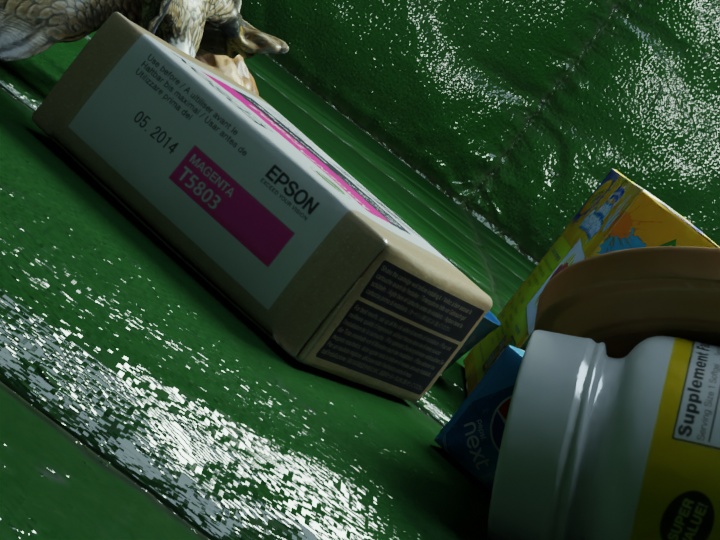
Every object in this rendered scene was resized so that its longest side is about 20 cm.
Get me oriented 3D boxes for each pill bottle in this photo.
[{"bbox_3d":[0.161,0.092,0.931,0.199,0.115,0.114,12,2,9],"label":"pill bottle"}]

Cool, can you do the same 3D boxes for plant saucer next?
[{"bbox_3d":[0.178,0.047,1.007,0.199,0.033,0.201,12,-22,5],"label":"plant saucer"}]

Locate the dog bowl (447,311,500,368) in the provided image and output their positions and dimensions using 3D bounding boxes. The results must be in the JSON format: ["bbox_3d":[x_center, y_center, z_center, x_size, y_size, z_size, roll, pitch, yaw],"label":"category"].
[{"bbox_3d":[0.000,0.000,1.277,0.200,0.050,0.111,33,8,-46],"label":"dog bowl"}]

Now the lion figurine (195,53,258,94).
[{"bbox_3d":[-0.092,-0.104,1.404,0.200,0.072,0.123,41,32,-75],"label":"lion figurine"}]

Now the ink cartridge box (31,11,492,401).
[{"bbox_3d":[-0.046,-0.029,1.102,0.200,0.075,0.165,42,6,23],"label":"ink cartridge box"}]

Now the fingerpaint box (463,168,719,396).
[{"bbox_3d":[0.142,0.028,1.344,0.073,0.167,0.200,37,5,-2],"label":"fingerpaint box"}]

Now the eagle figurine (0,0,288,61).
[{"bbox_3d":[-0.120,-0.154,1.216,0.151,0.152,0.200,46,10,24],"label":"eagle figurine"}]

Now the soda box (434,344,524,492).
[{"bbox_3d":[0.109,0.093,1.146,0.068,0.064,0.200,40,5,20],"label":"soda box"}]
